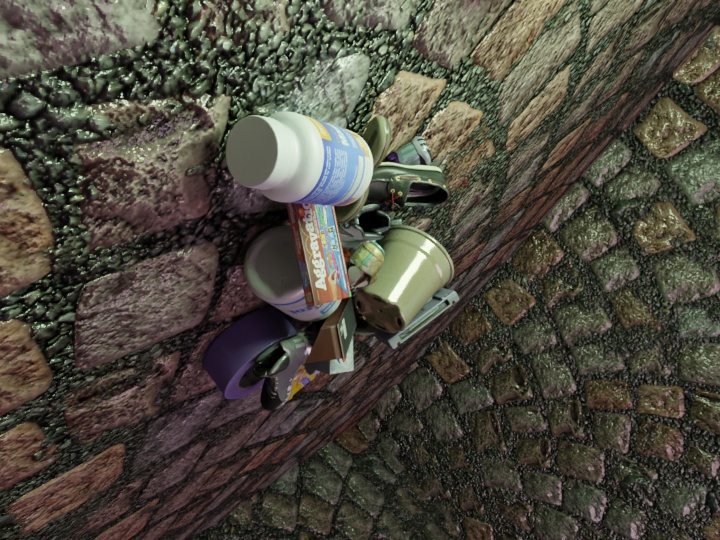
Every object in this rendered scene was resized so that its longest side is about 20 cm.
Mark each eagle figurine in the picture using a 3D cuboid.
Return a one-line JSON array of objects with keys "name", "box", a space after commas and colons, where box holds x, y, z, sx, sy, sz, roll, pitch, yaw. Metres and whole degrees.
[{"name": "eagle figurine", "box": [-0.039, 0.119, 1.281, 0.200, 0.151, 0.151, 120, -9, -48]}]

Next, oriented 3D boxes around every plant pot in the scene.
[{"name": "plant pot", "box": [0.085, 0.032, 1.165, 0.184, 0.200, 0.201, -54, 169, -33]}]

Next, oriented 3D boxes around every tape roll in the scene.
[{"name": "tape roll", "box": [-0.228, 0.177, 1.095, 0.200, 0.085, 0.200, -37, 160, -16]}]

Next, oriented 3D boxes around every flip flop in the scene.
[{"name": "flip flop", "box": [-0.013, -0.163, 0.833, 0.057, 0.081, 0.200, 1, 140, -30]}]

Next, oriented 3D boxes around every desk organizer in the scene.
[{"name": "desk organizer", "box": [-0.061, 0.116, 1.039, 0.077, 0.072, 0.200, -8, -168, 8]}]

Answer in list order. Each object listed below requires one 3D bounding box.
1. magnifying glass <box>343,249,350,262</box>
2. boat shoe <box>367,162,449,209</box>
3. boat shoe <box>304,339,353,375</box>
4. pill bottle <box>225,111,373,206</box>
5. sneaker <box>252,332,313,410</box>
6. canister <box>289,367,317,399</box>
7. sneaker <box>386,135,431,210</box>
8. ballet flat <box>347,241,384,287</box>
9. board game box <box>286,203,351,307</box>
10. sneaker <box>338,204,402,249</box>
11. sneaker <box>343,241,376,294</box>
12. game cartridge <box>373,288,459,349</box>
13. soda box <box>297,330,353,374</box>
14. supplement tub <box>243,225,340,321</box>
[{"name": "magnifying glass", "box": [-0.065, 0.013, 1.066, 0.200, 0.079, 0.023, 126, -25, -54]}, {"name": "boat shoe", "box": [0.069, -0.151, 0.934, 0.200, 0.063, 0.074, -4, 146, -20]}, {"name": "boat shoe", "box": [-0.066, 0.190, 1.213, 0.056, 0.069, 0.200, 2, 149, -36]}, {"name": "pill bottle", "box": [-0.076, -0.144, 0.672, 0.112, 0.112, 0.200, -51, 160, 22]}, {"name": "sneaker", "box": [-0.184, 0.212, 1.038, 0.115, 0.075, 0.201, -4, 127, -55]}, {"name": "canister", "box": [-0.156, 0.263, 1.427, 0.200, 0.087, 0.149, -34, 160, -29]}, {"name": "sneaker", "box": [0.088, -0.181, 1.020, 0.087, 0.075, 0.200, -23, 150, -7]}, {"name": "ballet flat", "box": [0.000, 0.000, 0.991, 0.071, 0.071, 0.200, -38, 173, -14]}, {"name": "board game box", "box": [-0.067, -0.049, 0.800, 0.019, 0.201, 0.103, -11, 180, 33]}, {"name": "sneaker", "box": [0.024, -0.083, 0.966, 0.139, 0.078, 0.200, -9, -176, 34]}, {"name": "sneaker", "box": [-0.006, -0.024, 1.134, 0.115, 0.076, 0.200, -41, 161, -15]}, {"name": "game cartridge", "box": [0.128, 0.107, 1.231, 0.200, 0.038, 0.130, -35, -163, -12]}, {"name": "soda box", "box": [-0.096, 0.181, 1.150, 0.063, 0.069, 0.200, -2, -179, -36]}, {"name": "supplement tub", "box": [-0.111, 0.012, 0.906, 0.132, 0.132, 0.200, -42, 161, -2]}]
